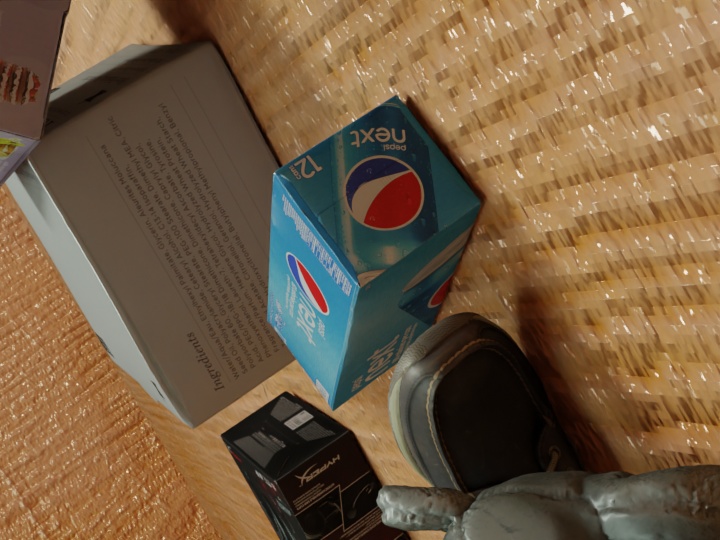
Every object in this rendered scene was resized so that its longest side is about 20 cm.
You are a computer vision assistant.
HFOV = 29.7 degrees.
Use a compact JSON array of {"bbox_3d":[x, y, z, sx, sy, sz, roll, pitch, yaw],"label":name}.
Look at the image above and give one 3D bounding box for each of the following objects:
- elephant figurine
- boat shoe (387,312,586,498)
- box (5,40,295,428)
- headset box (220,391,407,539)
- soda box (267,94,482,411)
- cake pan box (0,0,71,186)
[{"bbox_3d":[0.118,0.170,0.538,0.200,0.141,0.156,50,-157,-44],"label":"elephant figurine"},{"bbox_3d":[0.077,0.096,0.616,0.073,0.074,0.201,35,163,45],"label":"boat shoe"},{"bbox_3d":[-0.131,-0.032,0.881,0.201,0.130,0.199,62,164,-19],"label":"box"},{"bbox_3d":[-0.022,0.217,1.144,0.201,0.077,0.149,64,163,-19],"label":"headset box"},{"bbox_3d":[0.000,0.000,0.653,0.064,0.068,0.200,52,164,13],"label":"soda box"},{"bbox_3d":[-0.203,-0.146,0.766,0.184,0.052,0.202,-17,62,61],"label":"cake pan box"}]
